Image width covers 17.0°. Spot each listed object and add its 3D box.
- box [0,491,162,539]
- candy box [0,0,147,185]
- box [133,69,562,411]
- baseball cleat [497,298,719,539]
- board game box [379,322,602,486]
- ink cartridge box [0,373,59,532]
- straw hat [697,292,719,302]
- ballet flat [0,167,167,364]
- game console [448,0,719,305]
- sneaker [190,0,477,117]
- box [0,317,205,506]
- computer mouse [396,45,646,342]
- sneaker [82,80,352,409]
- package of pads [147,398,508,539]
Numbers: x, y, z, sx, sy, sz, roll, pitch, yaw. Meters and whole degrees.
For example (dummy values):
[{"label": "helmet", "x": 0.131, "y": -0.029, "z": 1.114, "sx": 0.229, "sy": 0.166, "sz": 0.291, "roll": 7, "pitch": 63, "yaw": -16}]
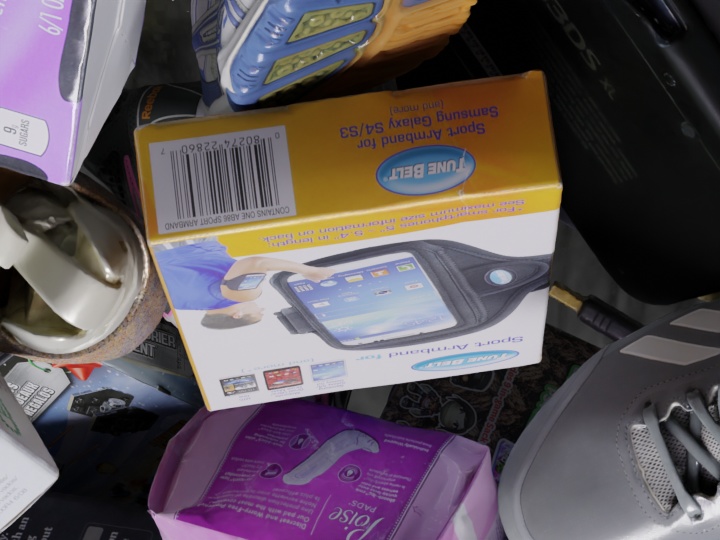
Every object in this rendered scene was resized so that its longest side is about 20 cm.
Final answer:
[{"label": "box", "x": -0.132, "y": 0.184, "z": 1.008, "sx": 0.198, "sy": 0.118, "sz": 0.197, "roll": 5, "pitch": 149, "yaw": 29}, {"label": "candy box", "x": -0.151, "y": -0.133, "z": 0.645, "sx": 0.198, "sy": 0.072, "sz": 0.169, "roll": 16, "pitch": 127, "yaw": 4}, {"label": "box", "x": 0.000, "y": 0.000, "z": 0.759, "sx": 0.118, "sy": 0.042, "sz": 0.200, "roll": -8, "pitch": 159, "yaw": 0}, {"label": "baseball cleat", "x": 0.122, "y": 0.029, "z": 0.665, "sx": 0.199, "sy": 0.070, "sz": 0.106, "roll": -28, "pitch": 171, "yaw": 10}, {"label": "board game box", "x": 0.091, "y": 0.121, "z": 0.978, "sx": 0.199, "sy": 0.097, "sz": 0.160, "roll": 25, "pitch": 144, "yaw": 4}, {"label": "ink cartridge box", "x": -0.201, "y": -0.024, "z": 0.775, "sx": 0.043, "sy": 0.197, "sz": 0.200, "roll": -42, "pitch": 134, "yaw": 3}, {"label": "straw hat", "x": 0.147, "y": -0.083, "z": 0.742, "sx": 0.200, "sy": 0.085, "sz": 0.203, "roll": 15, "pitch": 123, "yaw": 24}, {"label": "ballet flat", "x": -0.117, "y": -0.010, "z": 0.768, "sx": 0.067, "sy": 0.068, "sz": 0.200, "roll": 33, "pitch": 179, "yaw": 44}, {"label": "game console", "x": 0.099, "y": -0.109, "z": 0.691, "sx": 0.201, "sy": 0.116, "sz": 0.176, "roll": 55, "pitch": 159, "yaw": -5}, {"label": "sneaker", "x": -0.021, "y": -0.087, "z": 0.711, "sx": 0.075, "sy": 0.089, "sz": 0.200, "roll": -16, "pitch": 164, "yaw": -18}, {"label": "box", "x": -0.133, "y": 0.078, "z": 1.035, "sx": 0.136, "sy": 0.040, "sz": 0.200, "roll": 27, "pitch": 138, "yaw": -30}, {"label": "computer mouse", "x": 0.083, "y": -0.032, "z": 0.849, "sx": 0.199, "sy": 0.046, "sz": 0.141, "roll": 26, "pitch": 152, "yaw": -3}, {"label": "sneaker", "x": -0.050, "y": -0.005, "z": 0.900, "sx": 0.086, "sy": 0.081, "sz": 0.201, "roll": 6, "pitch": 138, "yaw": 17}, {"label": "package of pads", "x": 0.004, "y": 0.140, "z": 0.907, "sx": 0.120, "sy": 0.076, "sz": 0.201, "roll": 11, "pitch": 139, "yaw": 28}]
